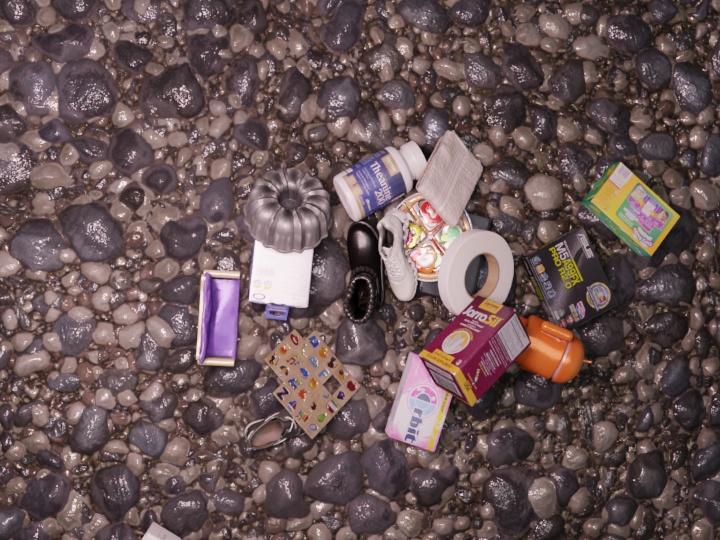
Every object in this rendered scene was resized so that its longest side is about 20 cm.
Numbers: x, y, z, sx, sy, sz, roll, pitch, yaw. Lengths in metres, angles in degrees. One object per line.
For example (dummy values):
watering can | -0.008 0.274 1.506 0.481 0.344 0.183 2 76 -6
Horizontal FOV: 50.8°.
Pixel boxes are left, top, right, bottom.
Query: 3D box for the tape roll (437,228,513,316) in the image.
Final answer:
tape roll | 0.260 0.010 1.693 0.199 0.037 0.208 -8 105 -32

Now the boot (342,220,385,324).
boot | 0.002 0.000 1.639 0.078 0.158 0.216 -11 93 17

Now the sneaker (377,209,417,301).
sneaker | 0.074 -0.026 1.664 0.074 0.081 0.205 -5 104 28

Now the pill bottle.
pill bottle | 0.047 -0.203 1.675 0.197 0.111 0.113 -30 94 -7

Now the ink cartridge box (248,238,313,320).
ink cartridge box | -0.176 0.006 1.667 0.133 0.076 0.205 6 88 -7

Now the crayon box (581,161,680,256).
crayon box | 0.632 -0.141 1.774 0.199 0.058 0.119 40 86 -6

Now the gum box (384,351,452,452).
gum box | 0.137 0.300 1.711 0.111 0.066 0.204 19 88 -6

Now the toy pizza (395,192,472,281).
toy pizza | 0.155 -0.078 1.698 0.195 0.032 0.206 0 87 6

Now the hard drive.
hard drive | 0.213 -0.034 1.736 0.136 0.033 0.205 14 88 -7

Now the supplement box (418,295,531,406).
supplement box | 0.245 0.168 1.622 0.200 0.130 0.104 -42 120 -18

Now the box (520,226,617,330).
box | 0.485 0.024 1.764 0.158 0.044 0.204 -26 93 -6

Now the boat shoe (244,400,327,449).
boat shoe | -0.160 0.342 1.677 0.196 0.068 0.073 -21 91 -9

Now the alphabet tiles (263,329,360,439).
alphabet tiles | -0.116 0.239 1.682 0.167 0.008 0.201 -43 95 -25

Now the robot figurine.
robot figurine | 0.418 0.179 1.712 0.197 0.117 0.146 26 104 8

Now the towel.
towel | 0.201 -0.206 1.674 0.132 0.034 0.202 43 54 -23

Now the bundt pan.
bundt pan | -0.152 -0.141 1.621 0.197 0.076 0.206 5 55 -7

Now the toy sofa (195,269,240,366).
toy sofa | -0.305 0.102 1.642 0.081 0.098 0.206 4 89 -6

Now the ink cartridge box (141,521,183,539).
ink cartridge box | -0.410 0.665 1.638 0.198 0.084 0.148 34 86 -6
